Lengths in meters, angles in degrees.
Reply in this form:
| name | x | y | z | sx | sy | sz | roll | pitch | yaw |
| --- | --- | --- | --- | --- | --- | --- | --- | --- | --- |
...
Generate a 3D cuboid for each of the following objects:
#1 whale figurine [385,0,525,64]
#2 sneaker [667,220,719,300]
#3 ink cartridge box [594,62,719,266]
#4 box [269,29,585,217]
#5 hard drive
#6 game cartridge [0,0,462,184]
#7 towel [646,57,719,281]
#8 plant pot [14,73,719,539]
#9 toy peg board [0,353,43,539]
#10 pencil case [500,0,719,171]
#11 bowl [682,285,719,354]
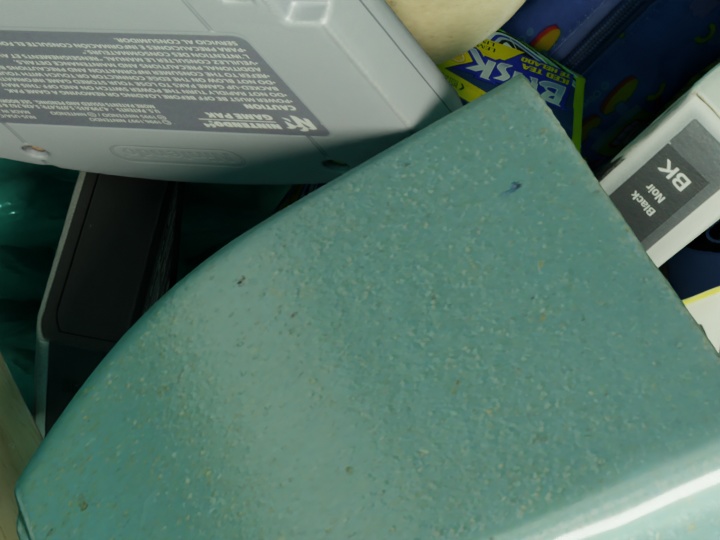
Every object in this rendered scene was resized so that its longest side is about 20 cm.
| name | x | y | z | sx | sy | sz | roll | pitch | yaw |
| --- | --- | --- | --- | --- | --- | --- | --- | --- | --- |
| whale figurine | -0.034 | -0.139 | 0.935 | 0.200 | 0.104 | 0.159 | 15 | 148 | -17 |
| sneaker | 0.213 | -0.045 | 1.171 | 0.200 | 0.070 | 0.078 | -17 | 108 | -6 |
| ink cartridge box | 0.129 | -0.045 | 1.024 | 0.198 | 0.043 | 0.200 | -38 | 175 | -40 |
| box | 0.000 | 0.000 | 1.055 | 0.070 | 0.064 | 0.200 | 29 | 121 | -12 |
| hard drive | -0.093 | 0.039 | 1.068 | 0.033 | 0.140 | 0.200 | 10 | 138 | 1 |
| game cartridge | -0.074 | -0.071 | 0.931 | 0.200 | 0.041 | 0.133 | 4 | 153 | 27 |
| towel | 0.213 | -0.048 | 1.216 | 0.200 | 0.023 | 0.144 | -13 | 120 | -8 |
| plant pot | 0.012 | 0.099 | 0.876 | 0.200 | 0.196 | 0.196 | -23 | 129 | -4 |
| toy peg board | -0.217 | 0.049 | 0.950 | 0.199 | 0.200 | 0.098 | -25 | 129 | -8 |
| pencil case | 0.096 | -0.093 | 1.081 | 0.200 | 0.078 | 0.087 | -44 | 171 | 19 |
| bowl | 0.175 | 0.054 | 1.100 | 0.200 | 0.094 | 0.201 | -16 | 170 | -3 |
